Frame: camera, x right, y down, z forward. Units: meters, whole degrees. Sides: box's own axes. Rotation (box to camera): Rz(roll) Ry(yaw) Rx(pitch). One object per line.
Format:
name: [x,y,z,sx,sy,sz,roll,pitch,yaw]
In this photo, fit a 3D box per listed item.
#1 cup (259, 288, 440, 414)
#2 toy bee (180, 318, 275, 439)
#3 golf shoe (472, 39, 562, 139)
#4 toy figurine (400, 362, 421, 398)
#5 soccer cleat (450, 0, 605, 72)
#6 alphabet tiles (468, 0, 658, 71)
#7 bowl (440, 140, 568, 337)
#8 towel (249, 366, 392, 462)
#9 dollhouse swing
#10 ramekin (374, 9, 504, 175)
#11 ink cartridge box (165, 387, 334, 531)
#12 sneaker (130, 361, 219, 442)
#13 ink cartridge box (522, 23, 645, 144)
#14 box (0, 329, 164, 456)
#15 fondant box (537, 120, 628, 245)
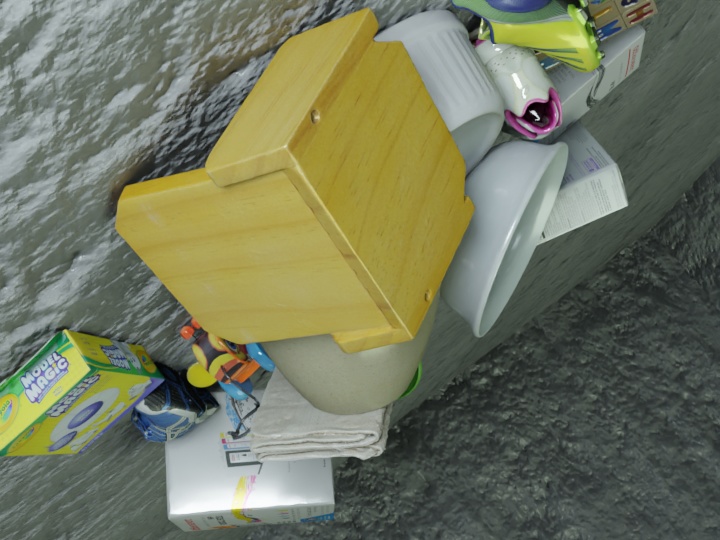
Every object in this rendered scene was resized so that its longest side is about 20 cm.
cup: [-0.012,0.044,0.954,0.199,0.198,0.146,-29,119,-37]
toy bee: [-0.133,0.077,1.087,0.131,0.109,0.200,-46,-168,-5]
golf shoe: [0.158,-0.154,0.986,0.075,0.093,0.200,-33,157,13]
toy figurine: [0.026,0.060,1.330,0.200,0.150,0.185,-45,-172,44]
soccer cleat: [0.143,-0.214,0.872,0.083,0.066,0.199,-27,154,27]
alphabet tiles: [0.197,-0.241,0.947,0.197,0.006,0.166,-26,157,19]
bowl: [0.121,-0.046,1.005,0.203,0.089,0.202,-58,164,-26]
towel: [-0.029,0.123,1.008,0.130,0.035,0.201,-4,-156,11]
dollhouse swing: [-0.049,-0.056,0.773,0.201,0.173,0.184,54,54,-40]
ramekin: [0.036,-0.116,0.891,0.201,0.095,0.203,-37,167,-10]
ink cartridge box: [-0.134,0.234,1.272,0.195,0.148,0.148,-4,160,-4]
sneaker: [-0.211,0.152,1.114,0.077,0.076,0.200,-43,165,-2]
ink cartridge box: [0.249,-0.230,1.151,0.199,0.067,0.116,-41,166,4]
box: [-0.262,0.112,0.921,0.117,0.049,0.200,-41,165,3]
fondant box: [0.191,-0.088,1.200,0.197,0.059,0.145,-23,-152,5]
